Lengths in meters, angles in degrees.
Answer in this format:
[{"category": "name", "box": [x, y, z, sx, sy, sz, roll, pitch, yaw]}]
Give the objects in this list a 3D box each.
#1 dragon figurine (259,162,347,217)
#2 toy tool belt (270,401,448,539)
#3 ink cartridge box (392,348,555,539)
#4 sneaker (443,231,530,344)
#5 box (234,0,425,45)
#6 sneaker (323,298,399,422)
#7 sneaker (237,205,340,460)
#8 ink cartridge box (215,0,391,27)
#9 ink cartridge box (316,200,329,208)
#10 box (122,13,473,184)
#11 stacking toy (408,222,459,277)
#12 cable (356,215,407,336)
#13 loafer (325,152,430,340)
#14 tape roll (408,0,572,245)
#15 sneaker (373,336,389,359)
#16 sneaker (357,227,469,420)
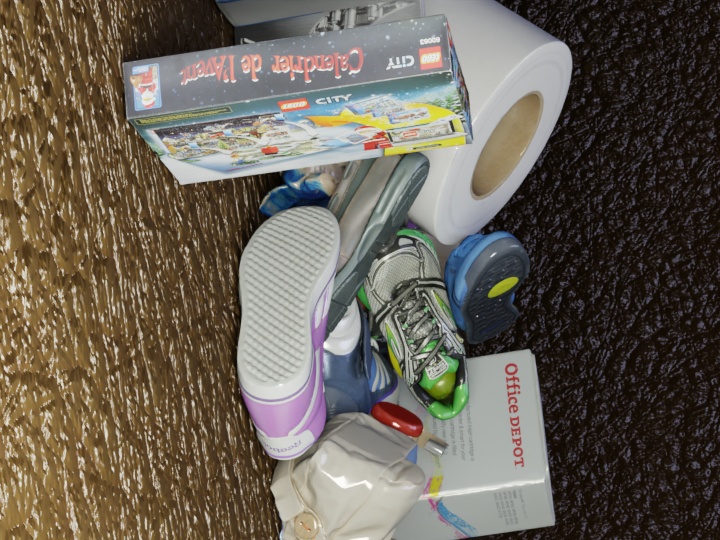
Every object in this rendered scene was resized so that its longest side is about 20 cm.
[{"category": "dragon figurine", "box": [-0.054, -0.077, 1.589, 0.200, 0.099, 0.060, 10, 72, -63]}, {"category": "toy tool belt", "box": [-0.009, 0.180, 1.516, 0.124, 0.124, 0.200, -66, 173, 13]}, {"category": "ink cartridge box", "box": [0.071, 0.165, 1.752, 0.083, 0.198, 0.147, 73, 11, -49]}, {"category": "sneaker", "box": [0.098, -0.002, 1.655, 0.200, 0.065, 0.079, 86, -22, -72]}, {"category": "box", "box": [-0.026, -0.223, 1.596, 0.048, 0.157, 0.202, 68, 16, -61]}, {"category": "sneaker", "box": [-0.016, 0.055, 1.655, 0.200, 0.080, 0.148, -54, 140, -72]}, {"category": "sneaker", "box": [-0.053, 0.050, 1.448, 0.115, 0.072, 0.202, 80, 17, -44]}, {"category": "ink cartridge box", "box": [-0.052, -0.310, 1.536, 0.084, 0.143, 0.202, 40, 41, -79]}, {"category": "ink cartridge box", "box": [-0.024, -0.103, 1.834, 0.116, 0.067, 0.202, 64, 18, -69]}, {"category": "box", "box": [-0.034, -0.104, 1.205, 0.137, 0.198, 0.038, 60, 23, -73]}, {"category": "stacking toy", "box": [0.022, -0.060, 1.932, 0.200, 0.085, 0.086, 54, -14, 42]}, {"category": "cable", "box": [0.000, 0.000, 1.684, 0.098, 0.050, 0.200, 65, -21, 13]}, {"category": "loafer", "box": [-0.021, -0.017, 1.529, 0.201, 0.063, 0.072, -57, 165, -5]}, {"category": "tape roll", "box": [0.073, -0.143, 1.684, 0.203, 0.139, 0.203, -47, 159, -25]}, {"category": "sneaker", "box": [0.000, 0.058, 1.900, 0.084, 0.076, 0.200, -57, 178, -6]}, {"category": "sneaker", "box": [0.053, 0.044, 1.638, 0.085, 0.078, 0.201, 58, -4, 48]}]
